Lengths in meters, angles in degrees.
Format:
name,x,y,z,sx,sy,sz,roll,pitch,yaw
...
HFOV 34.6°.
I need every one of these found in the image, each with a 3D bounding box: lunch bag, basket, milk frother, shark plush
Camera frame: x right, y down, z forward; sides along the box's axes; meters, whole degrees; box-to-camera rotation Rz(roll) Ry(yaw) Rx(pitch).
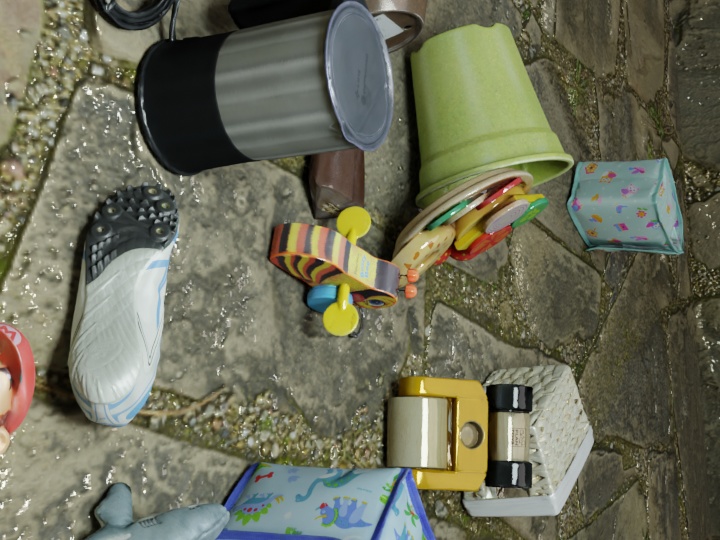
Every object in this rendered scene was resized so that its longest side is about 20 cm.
name,x,y,z,sx,sy,sz,roll,pitch,yaw
lunch bag,0.473,-0.094,2.034,0.201,0.168,0.123,57,45,-45
basket,0.215,0.221,1.529,0.200,0.134,0.125,-43,121,-57
lunch bag,-0.049,0.263,0.974,0.201,0.168,0.129,-59,136,-46
milk frother,-0.096,-0.188,0.929,0.199,0.185,0.184,29,60,-58
shark plush,-0.177,0.214,0.825,0.199,0.082,0.093,-13,98,-62

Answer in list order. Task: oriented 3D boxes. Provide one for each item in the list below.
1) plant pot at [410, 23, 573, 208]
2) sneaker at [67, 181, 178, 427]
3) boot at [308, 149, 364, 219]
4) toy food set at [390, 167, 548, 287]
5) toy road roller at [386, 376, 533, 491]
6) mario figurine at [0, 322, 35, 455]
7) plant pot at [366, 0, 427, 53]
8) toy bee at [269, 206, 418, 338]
name,x,y,z,sx,sy,sz,roll,pitch,yaw
plant pot,0.143,-0.193,1.418,0.200,0.198,0.187,3,72,-62
sneaker,-0.180,0.022,0.881,0.073,0.071,0.203,106,-9,-58
boot,-0.038,-0.163,1.183,0.186,0.063,0.204,29,65,-56
toy food set,0.122,-0.052,1.340,0.199,0.197,0.049,-7,62,-55
toy road roller,0.107,0.198,1.371,0.197,0.146,0.125,7,78,-24
mario figurine,-0.259,0.089,0.665,0.200,0.105,0.125,-53,130,-50
plant pot,-0.008,-0.309,1.074,0.186,0.185,0.203,15,59,-61
toy bee,0.000,0.000,1.175,0.199,0.107,0.133,6,79,-62
